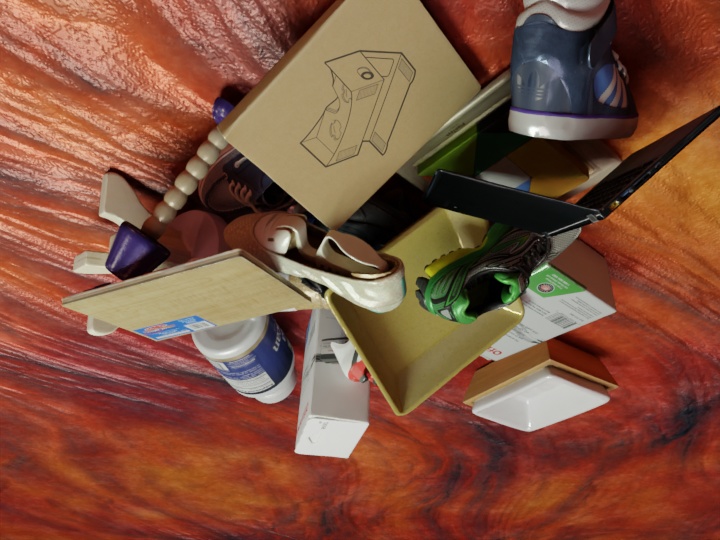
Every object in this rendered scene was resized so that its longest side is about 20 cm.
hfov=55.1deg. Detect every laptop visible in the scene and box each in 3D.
[{"bbox_3d":[0.171,-0.096,0.618,0.200,0.116,0.187,-41,178,0],"label":"laptop"}]

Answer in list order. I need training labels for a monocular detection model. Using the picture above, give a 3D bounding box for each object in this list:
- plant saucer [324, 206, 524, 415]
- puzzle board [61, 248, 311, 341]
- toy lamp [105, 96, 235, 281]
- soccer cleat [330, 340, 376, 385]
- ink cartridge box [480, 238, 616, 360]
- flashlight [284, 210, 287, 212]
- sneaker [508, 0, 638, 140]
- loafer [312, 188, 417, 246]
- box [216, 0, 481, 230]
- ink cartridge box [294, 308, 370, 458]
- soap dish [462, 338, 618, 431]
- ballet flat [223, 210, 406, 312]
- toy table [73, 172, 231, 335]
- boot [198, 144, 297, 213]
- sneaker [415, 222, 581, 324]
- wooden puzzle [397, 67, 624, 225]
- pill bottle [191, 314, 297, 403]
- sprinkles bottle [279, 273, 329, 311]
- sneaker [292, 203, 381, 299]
[{"bbox_3d":[0.071,0.031,0.774,0.199,0.048,0.201,-36,122,-10],"label":"plant saucer"},{"bbox_3d":[-0.170,0.028,0.698,0.198,0.018,0.151,-14,157,17],"label":"puzzle board"},{"bbox_3d":[-0.179,-0.075,0.685,0.058,0.201,0.058,37,176,3],"label":"toy lamp"},{"bbox_3d":[0.043,0.057,0.883,0.200,0.085,0.069,-48,149,10],"label":"soccer cleat"},{"bbox_3d":[0.203,0.031,0.900,0.146,0.084,0.199,28,138,-32],"label":"ink cartridge box"},{"bbox_3d":[-0.134,-0.020,0.816,0.068,0.068,0.199,24,158,-28],"label":"flashlight"},{"bbox_3d":[0.194,-0.191,0.584,0.080,0.148,0.199,19,-157,36],"label":"sneaker"},{"bbox_3d":[0.039,-0.058,0.795,0.199,0.073,0.073,10,-174,-42],"label":"loafer"},{"bbox_3d":[-0.005,-0.148,0.621,0.200,0.021,0.163,-44,133,9],"label":"box"},{"bbox_3d":[-0.037,0.146,0.982,0.083,0.201,0.145,9,146,-8],"label":"ink cartridge box"},{"bbox_3d":[0.289,0.187,1.125,0.156,0.082,0.200,22,141,-26],"label":"soap dish"},{"bbox_3d":[-0.044,-0.024,0.669,0.199,0.068,0.063,21,142,13],"label":"ballet flat"},{"bbox_3d":[-0.248,-0.014,0.803,0.116,0.185,0.200,11,153,-37],"label":"toy table"},{"bbox_3d":[-0.115,-0.093,0.734,0.072,0.091,0.200,27,139,-31],"label":"boot"},{"bbox_3d":[0.161,-0.002,0.729,0.199,0.085,0.078,-33,122,-13],"label":"sneaker"},{"bbox_3d":[0.155,-0.109,0.741,0.199,0.037,0.185,27,138,-32],"label":"wooden puzzle"},{"bbox_3d":[-0.163,0.122,1.035,0.110,0.112,0.200,-6,145,12],"label":"pill bottle"},{"bbox_3d":[-0.135,0.024,0.928,0.198,0.069,0.068,-4,145,8],"label":"sprinkles bottle"},{"bbox_3d":[-0.001,0.000,0.845,0.199,0.112,0.077,28,138,-33],"label":"sneaker"}]
